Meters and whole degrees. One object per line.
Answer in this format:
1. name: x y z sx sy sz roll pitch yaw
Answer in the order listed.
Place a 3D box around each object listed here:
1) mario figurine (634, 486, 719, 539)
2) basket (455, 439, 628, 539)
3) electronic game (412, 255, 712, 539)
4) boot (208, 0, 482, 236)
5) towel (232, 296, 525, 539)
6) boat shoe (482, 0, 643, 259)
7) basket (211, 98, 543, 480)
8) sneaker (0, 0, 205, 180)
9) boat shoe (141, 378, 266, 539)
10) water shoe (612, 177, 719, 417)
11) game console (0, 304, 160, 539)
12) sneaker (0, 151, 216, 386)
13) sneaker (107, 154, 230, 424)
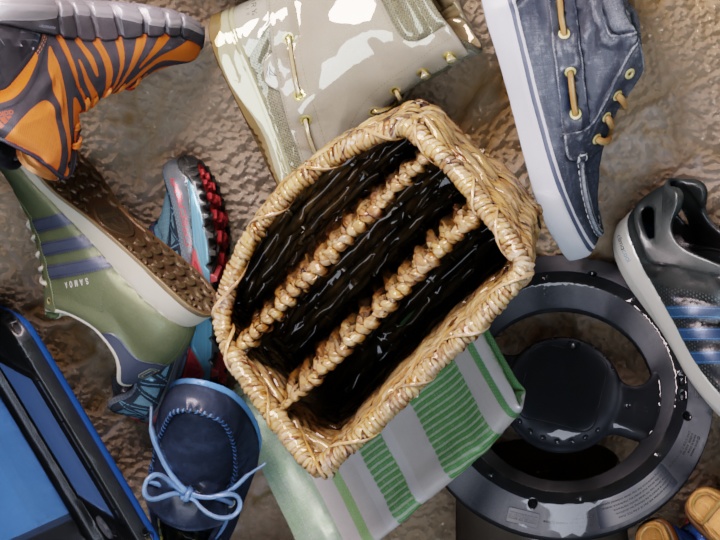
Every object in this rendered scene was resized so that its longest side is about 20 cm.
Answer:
1. mario figurine: 0.256 0.203 1.757 0.123 0.200 0.106 1 81 22
2. basket: 0.127 0.227 1.782 0.136 0.180 0.200 -6 105 -9
3. electronic game: 0.134 0.083 1.716 0.200 0.200 0.042 -4 156 0
4. boot: 0.011 -0.106 1.672 0.155 0.072 0.200 -24 108 13
5. towel: 0.008 0.089 1.711 0.200 0.023 0.153 -41 65 25
6. boat shoe: 0.146 -0.106 1.669 0.091 0.071 0.200 -14 111 9
7. basket: 0.000 0.000 1.593 0.143 0.149 0.200 44 107 -7
8. sneaker: -0.179 -0.113 1.611 0.078 0.200 0.112 8 97 42
9. boat shoe: -0.105 0.148 1.736 0.084 0.069 0.200 13 145 11
10. water shoe: 0.243 0.029 1.687 0.200 0.071 0.079 52 130 14
11. game console: -0.246 0.131 1.744 0.118 0.171 0.200 -34 108 -16
12. sneaker: -0.187 -0.008 1.678 0.200 0.067 0.090 44 113 16
13. sneaker: -0.136 0.019 1.723 0.095 0.079 0.200 2 113 0
